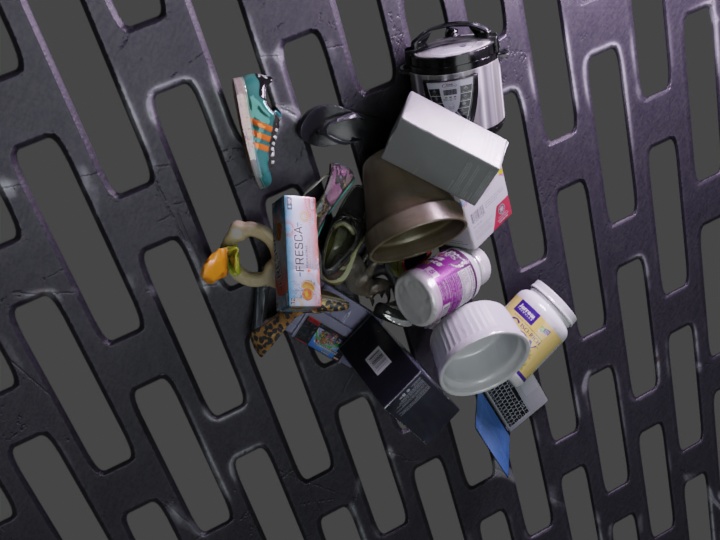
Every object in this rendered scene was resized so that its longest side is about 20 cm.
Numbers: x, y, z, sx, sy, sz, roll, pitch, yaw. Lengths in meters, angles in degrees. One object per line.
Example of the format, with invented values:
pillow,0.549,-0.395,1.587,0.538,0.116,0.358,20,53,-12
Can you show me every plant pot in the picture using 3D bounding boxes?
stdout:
plant pot,0.081,-0.133,1.508,0.195,0.200,0.178,-15,76,-15

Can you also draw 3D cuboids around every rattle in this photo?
rattle,-0.173,0.000,1.479,0.197,0.143,0.132,31,98,-4

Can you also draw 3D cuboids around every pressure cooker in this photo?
pressure cooker,0.173,-0.352,1.488,0.173,0.177,0.205,-25,119,-28

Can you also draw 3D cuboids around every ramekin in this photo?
ramekin,0.234,0.154,1.634,0.195,0.099,0.203,-14,140,-12

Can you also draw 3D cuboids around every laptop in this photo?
laptop,0.352,0.328,1.866,0.198,0.116,0.189,-37,120,-4

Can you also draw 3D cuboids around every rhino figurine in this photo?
rhino figurine,0.000,0.000,1.623,0.087,0.060,0.200,-45,121,-4

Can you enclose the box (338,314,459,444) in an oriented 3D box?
box,0.078,0.221,1.643,0.104,0.200,0.182,-43,134,0

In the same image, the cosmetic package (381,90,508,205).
cosmetic package,0.146,-0.213,1.421,0.197,0.091,0.107,29,140,-4

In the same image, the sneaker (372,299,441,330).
sneaker,0.102,0.074,1.679,0.197,0.073,0.082,7,101,-47

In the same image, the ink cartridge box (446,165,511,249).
ink cartridge box,0.213,-0.168,1.600,0.147,0.084,0.204,-38,121,-33

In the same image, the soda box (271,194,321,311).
soda box,-0.117,-0.029,1.463,0.067,0.063,0.206,2,78,-28

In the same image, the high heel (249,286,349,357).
high heel,-0.119,0.106,1.570,0.194,0.071,0.147,7,98,12

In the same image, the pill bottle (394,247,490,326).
pill bottle,0.167,0.022,1.594,0.198,0.111,0.115,-26,122,-39

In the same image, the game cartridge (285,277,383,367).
game cartridge,-0.061,0.107,1.658,0.198,0.038,0.131,32,92,-29

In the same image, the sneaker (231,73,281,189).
sneaker,-0.173,-0.248,1.445,0.078,0.072,0.205,-14,114,-11

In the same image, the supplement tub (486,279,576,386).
supplement tub,0.363,0.137,1.776,0.200,0.145,0.145,-46,120,1

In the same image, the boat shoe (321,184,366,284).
boat shoe,-0.025,-0.075,1.535,0.070,0.066,0.205,18,75,11

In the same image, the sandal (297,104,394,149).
sandal,-0.022,-0.267,1.514,0.195,0.043,0.078,-1,111,-22

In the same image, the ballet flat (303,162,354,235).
ballet flat,-0.085,-0.115,1.541,0.070,0.069,0.203,29,101,-11

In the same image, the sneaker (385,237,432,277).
sneaker,0.125,-0.067,1.629,0.077,0.090,0.204,19,101,-25
